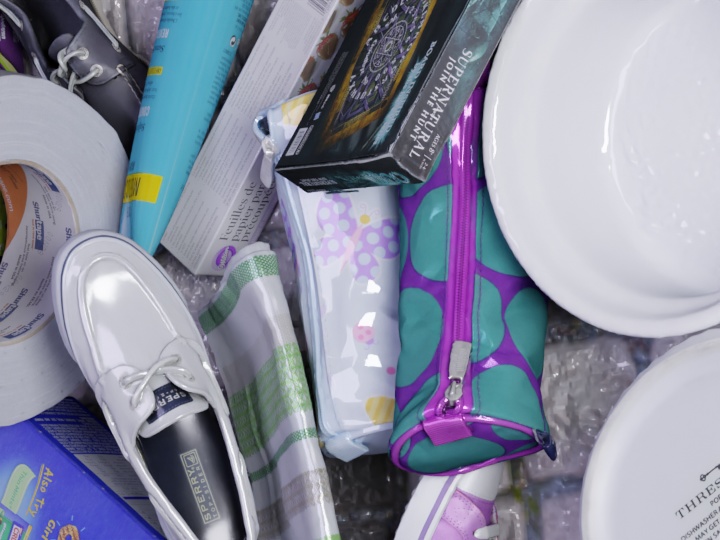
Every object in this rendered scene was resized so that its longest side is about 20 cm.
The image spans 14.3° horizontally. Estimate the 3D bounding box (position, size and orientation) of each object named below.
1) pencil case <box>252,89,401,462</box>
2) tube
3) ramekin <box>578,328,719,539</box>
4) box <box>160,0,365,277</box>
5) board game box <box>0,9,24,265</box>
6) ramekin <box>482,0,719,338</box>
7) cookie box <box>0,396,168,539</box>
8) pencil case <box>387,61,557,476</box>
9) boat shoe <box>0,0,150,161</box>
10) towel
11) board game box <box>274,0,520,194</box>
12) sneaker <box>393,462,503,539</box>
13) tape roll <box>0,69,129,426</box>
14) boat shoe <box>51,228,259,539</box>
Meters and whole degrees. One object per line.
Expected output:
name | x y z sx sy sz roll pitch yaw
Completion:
pencil case | 0.000 0.000 1.541 0.083 0.091 0.201 -19 78 36
tube | -0.105 -0.084 1.623 0.050 0.077 0.201 16 85 -6
ramekin | 0.197 0.117 1.351 0.200 0.105 0.201 -11 71 33
box | -0.050 -0.089 1.613 0.041 0.039 0.200 41 113 33
board game box | -0.244 -0.095 1.703 0.032 0.120 0.201 -13 75 28
ramekin | 0.167 -0.067 1.406 0.200 0.098 0.201 -1 88 39
cookie box | -0.163 0.196 1.672 0.200 0.075 0.172 39 111 32
pencil case | 0.057 0.002 1.470 0.085 0.092 0.201 -2 71 8
boat shoe | -0.170 -0.119 1.692 0.073 0.063 0.200 -42 67 26
towel | -0.048 0.098 1.561 0.149 0.031 0.201 122 136 -73
board game box | 0.038 -0.132 1.464 0.200 0.028 0.135 -62 23 -13
sneaker | 0.066 0.187 1.511 0.114 0.073 0.201 18 95 17
tape roll | -0.218 -0.015 1.618 0.066 0.200 0.201 13 97 42
boat shoe | -0.103 0.069 1.552 0.200 0.073 0.065 62 170 -8
